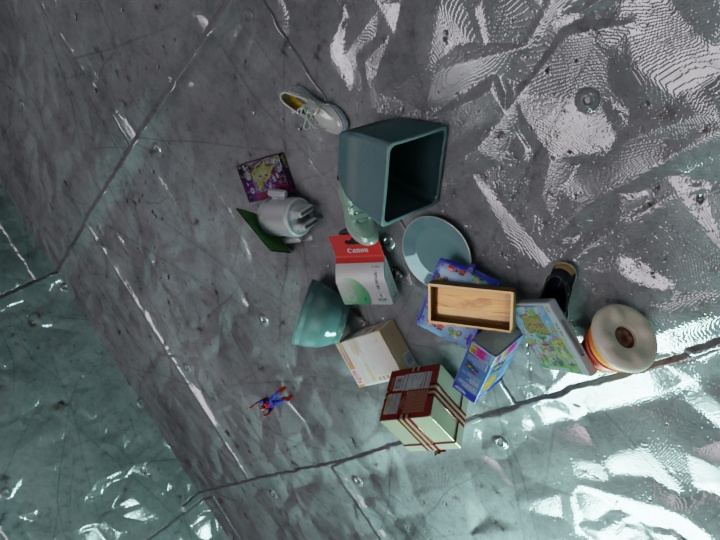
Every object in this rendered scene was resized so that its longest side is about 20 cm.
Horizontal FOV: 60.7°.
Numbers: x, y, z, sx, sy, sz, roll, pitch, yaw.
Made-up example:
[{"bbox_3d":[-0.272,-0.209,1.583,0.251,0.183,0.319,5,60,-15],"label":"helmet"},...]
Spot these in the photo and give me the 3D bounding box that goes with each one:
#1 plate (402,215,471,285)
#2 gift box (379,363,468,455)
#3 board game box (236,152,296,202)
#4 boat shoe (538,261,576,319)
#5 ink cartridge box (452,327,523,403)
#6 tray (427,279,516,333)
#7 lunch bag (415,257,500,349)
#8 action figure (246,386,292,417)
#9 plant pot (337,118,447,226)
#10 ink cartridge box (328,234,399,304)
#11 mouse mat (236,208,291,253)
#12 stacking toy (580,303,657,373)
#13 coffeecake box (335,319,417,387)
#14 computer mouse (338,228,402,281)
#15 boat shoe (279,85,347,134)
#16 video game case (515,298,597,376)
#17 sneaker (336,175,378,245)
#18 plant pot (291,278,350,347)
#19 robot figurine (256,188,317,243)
[{"bbox_3d":[0.192,-0.044,1.528,0.200,0.026,0.201,21,125,33],"label":"plate"},{"bbox_3d":[0.169,0.369,1.644,0.200,0.185,0.187,-13,132,39],"label":"gift box"},{"bbox_3d":[-0.281,-0.272,1.817,0.200,0.032,0.120,-5,114,43],"label":"board game box"},{"bbox_3d":[0.426,0.074,1.360,0.075,0.062,0.200,25,130,28],"label":"boat shoe"},{"bbox_3d":[0.305,0.230,1.502,0.076,0.136,0.200,38,134,26],"label":"ink cartridge box"},{"bbox_3d":[0.257,0.081,1.425,0.199,0.037,0.099,5,108,24],"label":"tray"},{"bbox_3d":[0.238,0.068,1.487,0.150,0.094,0.200,26,128,17],"label":"lunch bag"},{"bbox_3d":[-0.339,0.494,2.260,0.065,0.099,0.200,55,139,4],"label":"action figure"},{"bbox_3d":[0.053,-0.250,1.421,0.200,0.196,0.196,31,132,35],"label":"plant pot"},{"bbox_3d":[0.000,0.000,1.644,0.161,0.050,0.200,-2,124,33],"label":"ink cartridge box"},{"bbox_3d":[-0.282,-0.114,1.810,0.008,0.200,0.161,-41,82,7],"label":"mouse mat"},{"bbox_3d":[0.514,0.170,1.313,0.146,0.146,0.200,47,153,10],"label":"stacking toy"},{"bbox_3d":[0.044,0.244,1.789,0.200,0.073,0.154,-23,98,46],"label":"coffeecake box"},{"bbox_3d":[0.021,-0.042,1.668,0.200,0.053,0.138,50,135,-10],"label":"computer mouse"},{"bbox_3d":[-0.128,-0.403,1.561,0.202,0.086,0.075,40,134,18],"label":"boat shoe"},{"bbox_3d":[0.415,0.145,1.358,0.182,0.022,0.200,59,168,-3],"label":"video game case"},{"bbox_3d":[-0.008,-0.165,1.540,0.118,0.074,0.201,99,150,-65],"label":"sneaker"},{"bbox_3d":[-0.107,0.141,1.799,0.134,0.200,0.201,19,130,0],"label":"plant pot"},{"bbox_3d":[-0.217,-0.154,1.763,0.200,0.113,0.170,7,119,39],"label":"robot figurine"}]
